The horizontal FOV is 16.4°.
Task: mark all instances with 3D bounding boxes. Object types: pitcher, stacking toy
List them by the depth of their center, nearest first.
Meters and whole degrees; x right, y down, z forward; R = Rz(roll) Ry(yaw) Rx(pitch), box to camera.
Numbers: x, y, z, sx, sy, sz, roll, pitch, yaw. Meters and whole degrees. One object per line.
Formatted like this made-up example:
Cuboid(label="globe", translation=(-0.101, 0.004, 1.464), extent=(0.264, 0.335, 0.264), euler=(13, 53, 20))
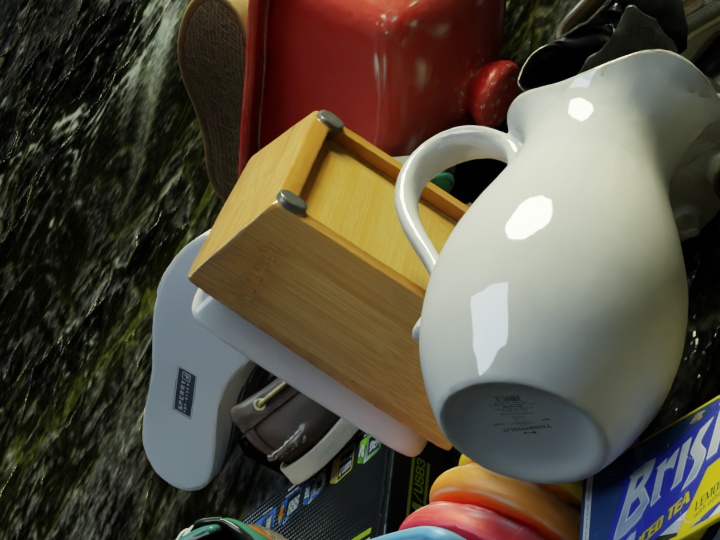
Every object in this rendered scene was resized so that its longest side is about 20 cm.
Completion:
Cuboid(label="pitcher", translation=(0.077, 0.000, 1.187), extent=(0.171, 0.121, 0.201), euler=(-9, 46, 32))
Cuboid(label="stacking toy", translation=(0.097, 0.098, 1.232), extent=(0.200, 0.116, 0.110), euler=(-57, 16, -26))

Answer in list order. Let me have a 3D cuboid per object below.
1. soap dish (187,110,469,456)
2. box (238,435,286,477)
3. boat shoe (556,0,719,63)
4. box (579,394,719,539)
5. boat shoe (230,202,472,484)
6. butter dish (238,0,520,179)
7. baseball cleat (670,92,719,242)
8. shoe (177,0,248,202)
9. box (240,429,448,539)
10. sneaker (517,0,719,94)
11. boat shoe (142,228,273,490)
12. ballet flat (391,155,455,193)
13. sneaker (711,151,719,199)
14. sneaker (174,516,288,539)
Cuboid(label="soap dish", translation=(0.000, 0.000, 1.315), extent=(0.081, 0.157, 0.200), euler=(-55, 6, 20))
Cuboid(label="box", translation=(-0.038, 0.024, 1.604), extent=(0.158, 0.050, 0.200), euler=(-57, 25, 8))
Cuboid(label="boat shoe", translation=(0.188, -0.173, 1.359), extent=(0.200, 0.065, 0.072), euler=(-42, 30, 35))
Cuboid(label="box", translation=(0.182, 0.092, 1.091), extent=(0.200, 0.064, 0.070), euler=(-36, 34, 42))
Cuboid(label="boat shoe", translation=(0.007, 0.031, 1.447), extent=(0.200, 0.060, 0.072), euler=(-49, 8, -12))
Cuboid(label="butter dish", translation=(0.030, -0.131, 1.517), extent=(0.199, 0.147, 0.201), euler=(-38, -34, -42))
Cuboid(label="baseball cleat", translation=(0.125, -0.027, 1.321), extent=(0.200, 0.070, 0.107), euler=(-51, 27, 18))
Cuboid(label="shoe", translation=(-0.073, -0.118, 1.595), extent=(0.053, 0.070, 0.200), euler=(-48, -25, -29))
Cuboid(label="box", translation=(-0.031, 0.200, 1.406), extent=(0.200, 0.047, 0.194), euler=(-40, 28, 39))
Cuboid(label="sneaker", translation=(0.121, -0.088, 1.351), extent=(0.200, 0.104, 0.060), euler=(-30, 39, 48))
Cuboid(label="boat shoe", translation=(-0.077, 0.043, 1.464), extent=(0.068, 0.072, 0.201), euler=(-42, -26, -44))
Cuboid(label="ballet flat", translation=(-0.024, -0.027, 1.481), extent=(0.200, 0.067, 0.064), euler=(-43, 62, 36))
Cuboid(label="sneaker", translation=(0.208, -0.048, 1.157), extent=(0.067, 0.090, 0.200), euler=(-60, 24, 0))
Cuboid(label="sneaker", translation=(-0.080, 0.165, 1.385), extent=(0.200, 0.080, 0.072), euler=(1, 64, 65))
